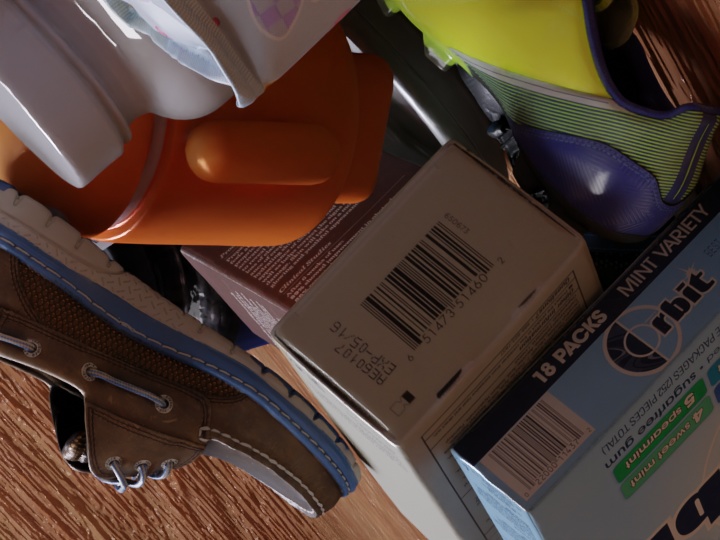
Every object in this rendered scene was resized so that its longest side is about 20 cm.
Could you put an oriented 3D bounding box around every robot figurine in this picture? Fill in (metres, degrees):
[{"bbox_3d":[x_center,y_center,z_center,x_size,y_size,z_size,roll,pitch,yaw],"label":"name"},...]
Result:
[{"bbox_3d":[-0.082,-0.068,0.865,0.199,0.117,0.144,1,-126,-39],"label":"robot figurine"}]

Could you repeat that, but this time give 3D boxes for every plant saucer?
[{"bbox_3d":[0.013,-0.095,1.012,0.200,0.050,0.200,45,170,10],"label":"plant saucer"}]

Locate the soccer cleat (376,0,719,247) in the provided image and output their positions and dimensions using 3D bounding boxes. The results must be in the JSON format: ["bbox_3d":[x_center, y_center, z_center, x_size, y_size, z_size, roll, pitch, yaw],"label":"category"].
[{"bbox_3d":[0.068,-0.097,0.786,0.064,0.084,0.201,2,-136,-44],"label":"soccer cleat"}]

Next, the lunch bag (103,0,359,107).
[{"bbox_3d":[-0.047,-0.181,0.587,0.200,0.170,0.127,50,172,-38],"label":"lunch bag"}]

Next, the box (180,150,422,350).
[{"bbox_3d":[0.000,0.000,1.008,0.075,0.100,0.200,51,169,-29],"label":"box"}]

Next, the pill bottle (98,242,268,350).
[{"bbox_3d":[-0.074,-0.008,1.216,0.112,0.199,0.113,27,124,47],"label":"pill bottle"}]

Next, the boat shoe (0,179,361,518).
[{"bbox_3d":[-0.092,0.047,0.813,0.200,0.073,0.072,36,166,-13],"label":"boat shoe"}]

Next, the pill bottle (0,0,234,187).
[{"bbox_3d":[-0.057,-0.128,0.741,0.112,0.200,0.112,43,169,10],"label":"pill bottle"}]

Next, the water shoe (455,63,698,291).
[{"bbox_3d":[0.100,-0.016,0.877,0.200,0.079,0.071,47,169,-1],"label":"water shoe"}]

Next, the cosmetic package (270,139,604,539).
[{"bbox_3d":[0.048,0.047,0.811,0.073,0.104,0.200,39,169,27],"label":"cosmetic package"}]

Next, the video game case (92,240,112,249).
[{"bbox_3d":[-0.133,-0.074,1.031,0.200,0.143,0.018,31,-150,-62],"label":"video game case"}]

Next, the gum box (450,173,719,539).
[{"bbox_3d":[0.133,0.067,0.810,0.044,0.170,0.200,38,166,35],"label":"gum box"}]
